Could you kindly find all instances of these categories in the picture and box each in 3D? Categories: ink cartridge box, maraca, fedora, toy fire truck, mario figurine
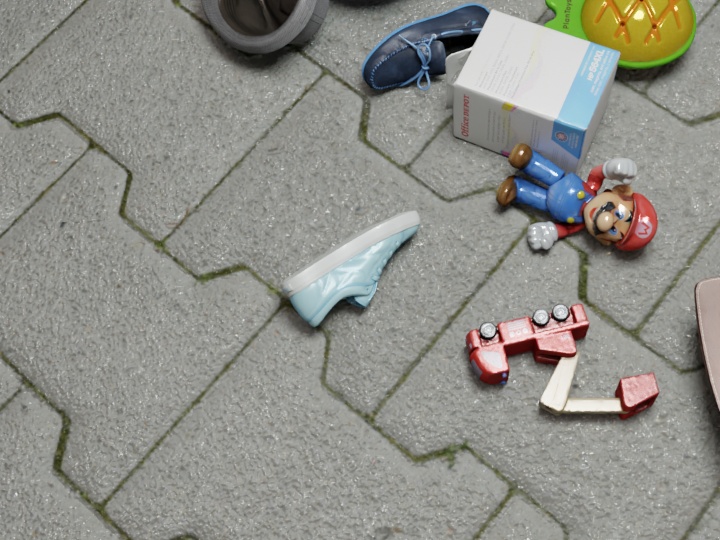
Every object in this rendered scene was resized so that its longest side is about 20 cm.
[{"bbox_3d":[0.208,-0.227,1.388,0.198,0.129,0.126,23,70,13],"label":"ink cartridge box"},{"bbox_3d":[0.340,-0.329,1.433,0.197,0.107,0.139,6,67,8],"label":"maraca"},{"bbox_3d":[-0.116,-0.377,1.487,0.199,0.090,0.179,30,100,34],"label":"fedora"},{"bbox_3d":[0.233,0.116,1.278,0.197,0.049,0.143,-14,66,-1],"label":"toy fire truck"},{"bbox_3d":[0.264,-0.083,1.327,0.198,0.124,0.107,24,61,17],"label":"mario figurine"}]

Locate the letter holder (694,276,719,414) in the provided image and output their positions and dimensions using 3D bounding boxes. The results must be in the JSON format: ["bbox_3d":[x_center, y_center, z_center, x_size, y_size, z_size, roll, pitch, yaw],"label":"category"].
[{"bbox_3d":[0.453,0.112,1.234,0.140,0.101,0.202,-8,66,4],"label":"letter holder"}]

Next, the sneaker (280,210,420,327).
[{"bbox_3d":[0.000,0.000,1.350,0.199,0.074,0.083,-31,97,-14],"label":"sneaker"}]

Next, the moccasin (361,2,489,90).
[{"bbox_3d":[0.097,-0.296,1.453,0.199,0.081,0.068,-31,55,-8],"label":"moccasin"}]
